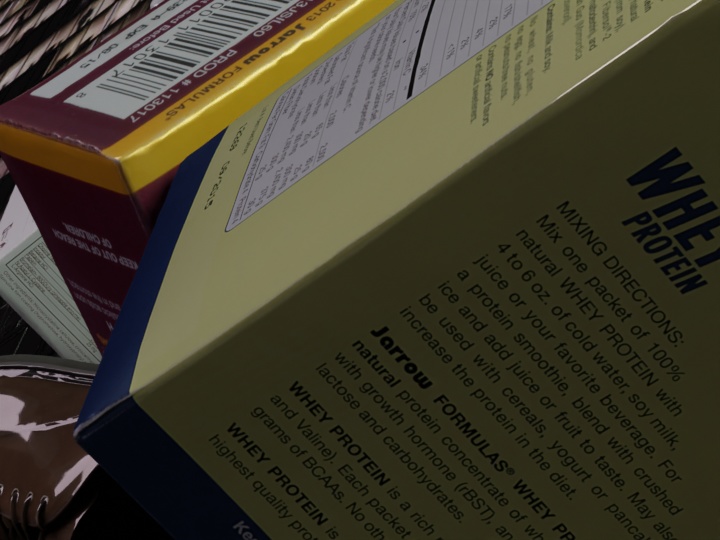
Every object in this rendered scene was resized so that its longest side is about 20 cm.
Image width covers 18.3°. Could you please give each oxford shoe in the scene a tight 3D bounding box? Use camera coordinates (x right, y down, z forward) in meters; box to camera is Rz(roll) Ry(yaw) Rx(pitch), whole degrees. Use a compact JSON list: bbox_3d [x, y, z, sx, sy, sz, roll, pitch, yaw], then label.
[{"bbox_3d":[-0.113,0.077,0.801,0.199,0.073,0.085,-12,30,21],"label":"oxford shoe"}]

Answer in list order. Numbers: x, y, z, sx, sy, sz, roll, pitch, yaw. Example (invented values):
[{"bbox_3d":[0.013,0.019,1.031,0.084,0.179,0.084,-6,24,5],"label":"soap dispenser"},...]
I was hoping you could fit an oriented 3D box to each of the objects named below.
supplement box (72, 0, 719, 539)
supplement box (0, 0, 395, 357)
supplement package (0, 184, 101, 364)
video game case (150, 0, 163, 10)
[{"bbox_3d":[0.079,0.020,0.539,0.199,0.200,0.135,-35,21,25],"label":"supplement box"},{"bbox_3d":[-0.017,0.014,0.696,0.110,0.201,0.085,-36,30,-24],"label":"supplement box"},{"bbox_3d":[-0.034,-0.047,0.988,0.200,0.147,0.192,-36,21,19],"label":"supplement package"},{"bbox_3d":[0.025,-0.156,0.887,0.199,0.018,0.143,-14,28,25],"label":"video game case"}]
